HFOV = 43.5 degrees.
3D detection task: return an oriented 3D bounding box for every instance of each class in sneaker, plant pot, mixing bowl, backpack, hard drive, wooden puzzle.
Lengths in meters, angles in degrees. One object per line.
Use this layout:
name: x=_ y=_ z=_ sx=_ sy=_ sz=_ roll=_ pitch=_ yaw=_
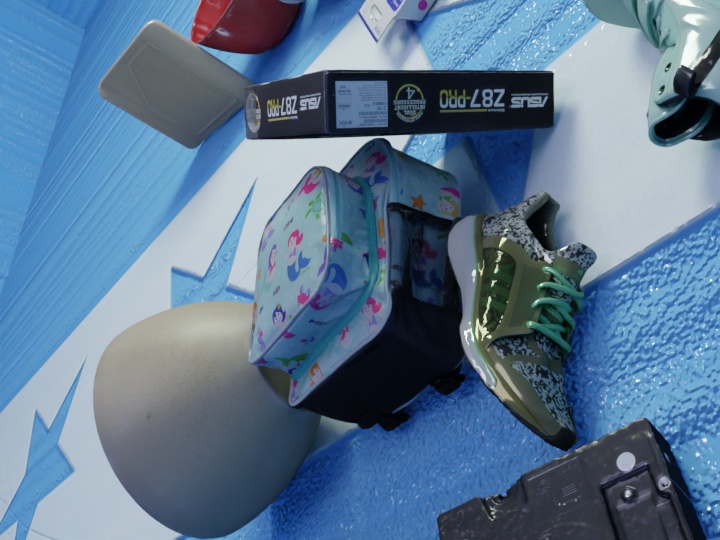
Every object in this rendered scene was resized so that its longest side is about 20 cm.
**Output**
sneaker: x=0.186 y=-0.143 z=0.564 sx=0.119 sy=0.073 sz=0.200 roll=-58 pitch=31 yaw=0
plant pot: x=-0.107 y=0.105 z=0.771 sx=0.134 sy=0.200 sz=0.202 roll=-33 pitch=40 yaw=26
mixing bowl: x=-0.154 y=-0.394 z=1.318 sx=0.200 sy=0.107 sz=0.202 roll=-41 pitch=34 yaw=36
backpack: x=0.000 y=0.000 z=0.710 sx=0.178 sy=0.149 sz=0.202 roll=-45 pitch=28 yaw=45
hard drive: x=0.115 y=0.188 z=0.436 sx=0.139 sy=0.038 sz=0.202 roll=-32 pitch=39 yaw=22
sneaker: x=0.113 y=0.018 z=0.579 sx=0.088 sy=0.076 sz=0.202 roll=-38 pitch=40 yaw=27
wooden puzzle: x=-0.279 y=-0.279 z=1.364 sx=0.199 sy=0.183 sz=0.038 roll=-29 pitch=40 yaw=47

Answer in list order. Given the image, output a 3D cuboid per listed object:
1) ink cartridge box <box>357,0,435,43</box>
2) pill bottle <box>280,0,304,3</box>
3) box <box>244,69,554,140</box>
ink cartridge box: x=0.073 y=-0.336 z=0.960 sx=0.201 sy=0.037 sz=0.095 roll=-51 pitch=32 yaw=20
pill bottle: x=-0.049 y=-0.422 z=1.152 sx=0.199 sy=0.115 sz=0.118 roll=-12 pitch=58 yaw=57
box: x=0.026 y=-0.130 z=0.707 sx=0.161 sy=0.197 sz=0.050 roll=17 pitch=111 yaw=60
